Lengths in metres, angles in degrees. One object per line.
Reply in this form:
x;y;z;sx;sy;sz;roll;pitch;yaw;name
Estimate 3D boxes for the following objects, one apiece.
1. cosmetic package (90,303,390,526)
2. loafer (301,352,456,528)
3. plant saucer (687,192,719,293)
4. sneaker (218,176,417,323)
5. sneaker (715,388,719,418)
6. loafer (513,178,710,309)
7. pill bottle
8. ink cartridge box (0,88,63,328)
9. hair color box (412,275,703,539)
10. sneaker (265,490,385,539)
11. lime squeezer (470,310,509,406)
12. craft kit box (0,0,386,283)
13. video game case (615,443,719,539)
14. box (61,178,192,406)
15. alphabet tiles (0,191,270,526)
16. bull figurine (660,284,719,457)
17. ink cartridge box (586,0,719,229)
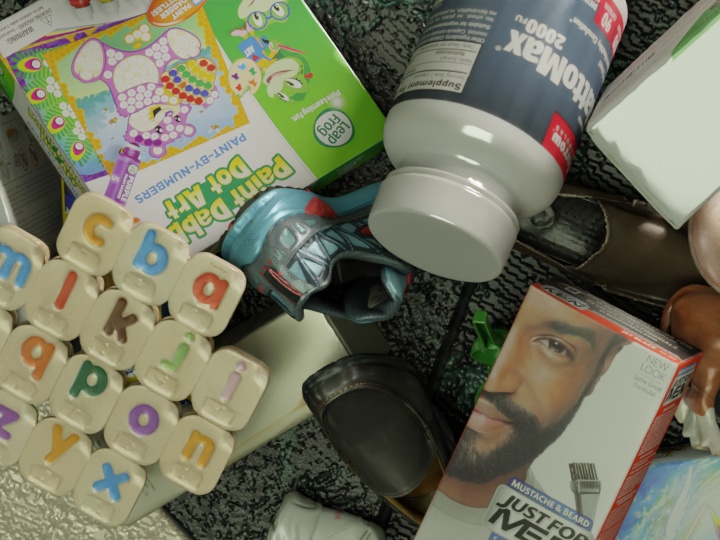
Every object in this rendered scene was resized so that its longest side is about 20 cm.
-0.086;0.084;1.708;0.200;0.105;0.071;-31;95;16;cosmetic package
0.023;0.112;1.643;0.073;0.200;0.072;-28;60;12;loafer
0.305;-0.040;1.586;0.200;0.200;0.032;-24;130;14;plant saucer
0.000;0.000;1.632;0.096;0.200;0.079;51;126;27;sneaker
0.329;0.081;1.653;0.200;0.082;0.070;2;89;34;sneaker
0.167;-0.013;1.659;0.199;0.071;0.073;15;103;7;loafer
0.082;-0.100;1.590;0.119;0.120;0.200;20;70;6;pill bottle
-0.227;-0.034;1.681;0.050;0.161;0.200;-18;97;11;ink cartridge box
0.123;0.118;1.615;0.111;0.064;0.200;28;105;18;hair color box
-0.030;0.258;1.745;0.099;0.078;0.201;13;103;4;sneaker
0.094;0.086;1.697;0.038;0.071;0.200;-6;130;-1;lime squeezer
-0.113;-0.115;1.639;0.200;0.049;0.198;-33;86;-21;craft kit box
0.238;0.216;1.703;0.181;0.045;0.201;-9;99;11;video game case
-0.153;-0.006;1.670;0.070;0.064;0.200;-13;61;14;box
-0.162;0.056;1.589;0.200;0.015;0.196;28;109;4;alphabet tiles
0.282;0.064;1.596;0.200;0.065;0.122;8;91;33;bull figurine
0.224;-0.119;1.564;0.145;0.200;0.088;-43;94;14;ink cartridge box
